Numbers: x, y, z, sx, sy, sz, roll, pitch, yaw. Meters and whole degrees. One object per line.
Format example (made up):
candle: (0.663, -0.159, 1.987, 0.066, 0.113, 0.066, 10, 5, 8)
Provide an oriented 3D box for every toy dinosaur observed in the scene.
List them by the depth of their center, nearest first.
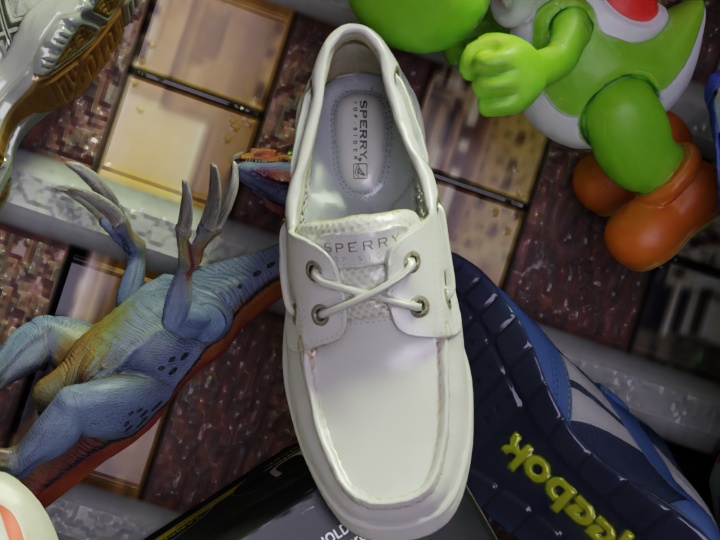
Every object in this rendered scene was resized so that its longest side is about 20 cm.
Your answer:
toy dinosaur: (-0.089, 0.023, 0.896, 0.181, 0.105, 0.201, -15, 127, -21)

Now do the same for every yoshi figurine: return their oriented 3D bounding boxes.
yoshi figurine: (0.062, -0.089, 0.875, 0.200, 0.112, 0.112, 54, 48, -27)

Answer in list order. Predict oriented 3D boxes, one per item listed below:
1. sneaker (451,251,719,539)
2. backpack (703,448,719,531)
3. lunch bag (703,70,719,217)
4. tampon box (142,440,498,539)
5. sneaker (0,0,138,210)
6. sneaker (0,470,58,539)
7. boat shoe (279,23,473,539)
sneaker: (0.080, 0.075, 0.921, 0.074, 0.082, 0.200, -43, 81, 17)
backpack: (0.246, 0.127, 0.926, 0.167, 0.127, 0.200, -42, 95, -6)
lunch bag: (0.241, -0.011, 0.834, 0.199, 0.124, 0.171, -4, 63, -2)
tampon box: (0.001, 0.177, 0.871, 0.150, 0.126, 0.200, -31, 96, -11)
sneaker: (-0.157, -0.089, 0.861, 0.087, 0.076, 0.200, 32, 74, 8)
sneaker: (-0.137, 0.157, 0.763, 0.070, 0.093, 0.201, 11, 63, -10)
boat shoe: (0.000, 0.000, 0.807, 0.071, 0.069, 0.201, -8, 64, 1)
